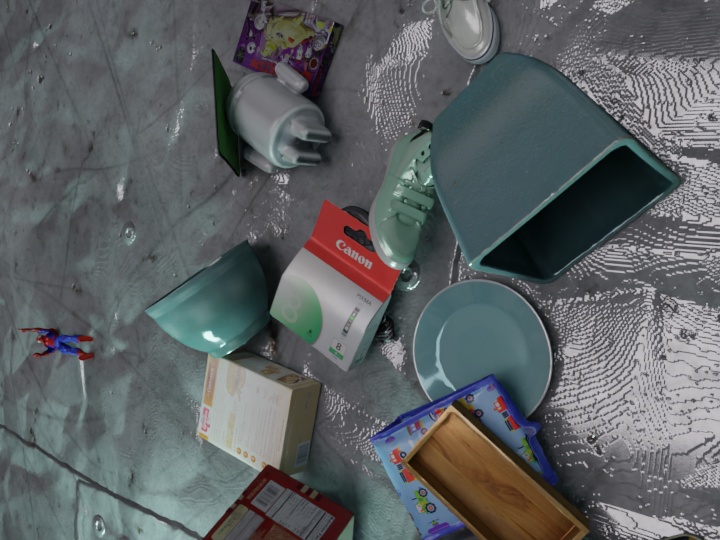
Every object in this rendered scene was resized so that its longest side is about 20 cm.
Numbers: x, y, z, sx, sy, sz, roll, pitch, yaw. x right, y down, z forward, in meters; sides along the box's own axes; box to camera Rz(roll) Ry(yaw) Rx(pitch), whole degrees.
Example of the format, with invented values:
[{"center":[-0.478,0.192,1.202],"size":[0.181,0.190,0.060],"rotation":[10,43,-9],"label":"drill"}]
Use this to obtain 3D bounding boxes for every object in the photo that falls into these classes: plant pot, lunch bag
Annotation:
[{"center":[0.195,-0.128,0.699],"size":[0.196,0.196,0.200],"rotation":[-42,59,28],"label":"plant pot"},{"center":[-0.232,0.060,1.018],"size":[0.200,0.200,0.134],"rotation":[-28,101,33],"label":"plant pot"},{"center":[0.137,0.232,0.783],"size":[0.200,0.094,0.151],"rotation":[-33,81,30],"label":"lunch bag"}]

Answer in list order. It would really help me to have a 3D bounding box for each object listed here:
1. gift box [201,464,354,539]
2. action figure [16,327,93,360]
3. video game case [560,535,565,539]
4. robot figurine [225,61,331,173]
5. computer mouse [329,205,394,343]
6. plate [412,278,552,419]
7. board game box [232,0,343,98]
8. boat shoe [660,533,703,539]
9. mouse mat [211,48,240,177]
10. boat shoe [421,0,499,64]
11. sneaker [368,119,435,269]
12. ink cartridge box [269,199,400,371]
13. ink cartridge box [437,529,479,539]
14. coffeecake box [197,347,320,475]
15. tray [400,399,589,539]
[{"center":[-0.125,0.419,0.908],"size":[0.200,0.184,0.187],"rotation":[24,131,28],"label":"gift box"},{"center":[-0.708,0.168,1.407],"size":[0.200,0.099,0.065],"rotation":[2,90,38],"label":"action figure"},{"center":[0.253,0.409,0.687],"size":[0.200,0.022,0.183],"rotation":[-159,75,-66],"label":"video game case"},{"center":[-0.137,-0.239,0.977],"size":[0.200,0.113,0.170],"rotation":[41,114,28],"label":"robot figurine"},{"center":[0.000,0.000,0.923],"size":[0.138,0.053,0.201],"rotation":[9,108,33],"label":"computer mouse"},{"center":[0.160,0.111,0.819],"size":[0.200,0.026,0.201],"rotation":[0,89,36],"label":"plate"},{"center":[-0.126,-0.376,1.023],"size":[0.200,0.032,0.120],"rotation":[31,112,31],"label":"board game box"},{"center":[0.304,0.360,0.695],"size":[0.200,0.062,0.075],"rotation":[-43,67,31],"label":"boat shoe"},{"center":[-0.219,-0.250,1.008],"size":[0.008,0.200,0.161],"rotation":[-4,87,-3],"label":"mouse mat"},{"center":[0.118,-0.370,0.808],"size":[0.074,0.086,0.202],"rotation":[-23,77,34],"label":"boat shoe"},{"center":[0.074,-0.106,0.799],"size":[0.118,0.074,0.201],"rotation":[-26,50,58],"label":"sneaker"},{"center":[-0.037,0.023,0.894],"size":[0.161,0.050,0.200],"rotation":[34,122,22],"label":"ink cartridge box"},{"center":[0.091,0.401,0.803],"size":[0.200,0.136,0.077],"rotation":[-31,68,32],"label":"ink cartridge box"},{"center":[-0.175,0.233,1.032],"size":[0.200,0.073,0.154],"rotation":[16,100,35],"label":"coffeecake box"},{"center":[0.155,0.259,0.725],"size":[0.200,0.037,0.099],"rotation":[41,104,13],"label":"tray"}]
